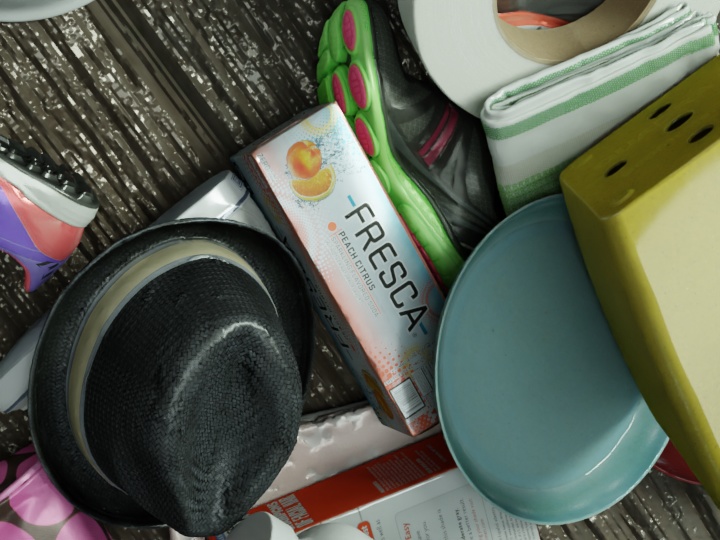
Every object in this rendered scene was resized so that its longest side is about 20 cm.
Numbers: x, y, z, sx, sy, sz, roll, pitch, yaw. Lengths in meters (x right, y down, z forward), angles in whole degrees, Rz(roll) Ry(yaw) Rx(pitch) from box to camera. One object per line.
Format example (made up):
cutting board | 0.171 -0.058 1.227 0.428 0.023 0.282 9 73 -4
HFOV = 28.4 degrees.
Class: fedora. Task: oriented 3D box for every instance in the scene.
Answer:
fedora | -0.092 0.076 0.805 0.198 0.092 0.203 -12 118 -24

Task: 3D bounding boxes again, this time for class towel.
towel | 0.156 -0.064 0.884 0.148 0.031 0.201 -23 142 0
towel | -0.026 0.187 0.937 0.197 0.032 0.194 -12 103 -14

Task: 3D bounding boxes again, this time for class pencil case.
pencil case | -0.183 0.207 0.870 0.093 0.091 0.202 -22 105 10

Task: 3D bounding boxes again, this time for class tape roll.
tape roll | 0.119 -0.172 0.809 0.200 0.037 0.205 -11 132 -12

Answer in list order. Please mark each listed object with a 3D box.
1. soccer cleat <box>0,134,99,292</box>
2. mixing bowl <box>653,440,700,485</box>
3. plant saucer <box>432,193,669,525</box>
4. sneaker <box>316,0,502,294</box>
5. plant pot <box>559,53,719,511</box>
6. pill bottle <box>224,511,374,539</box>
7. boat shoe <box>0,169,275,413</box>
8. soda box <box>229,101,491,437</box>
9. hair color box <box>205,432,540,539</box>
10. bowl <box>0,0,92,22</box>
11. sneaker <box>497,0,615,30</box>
soccer cleat | -0.249 -0.059 0.806 0.199 0.068 0.074 30 100 -21
mixing bowl | 0.275 0.066 0.960 0.197 0.108 0.203 -3 102 -14
plant saucer | 0.122 0.053 0.874 0.198 0.027 0.203 -3 95 -30
sneaker | 0.036 -0.082 0.886 0.083 0.076 0.202 -36 115 -20
plant pot | 0.219 -0.011 0.775 0.199 0.200 0.177 -36 104 6
pill bottle | 0.004 0.219 0.812 0.199 0.111 0.111 37 90 -20
boat shoe | -0.134 0.026 0.850 0.199 0.074 0.066 -40 105 -4
soda box | 0.000 0.000 0.872 0.063 0.068 0.202 -32 101 -14
hair color box | 0.012 0.184 0.899 0.198 0.064 0.112 -19 106 -14
bowl | -0.193 -0.235 0.772 0.198 0.090 0.204 -3 103 -15
sneaker | 0.109 -0.191 0.862 0.198 0.078 0.082 9 133 -28
